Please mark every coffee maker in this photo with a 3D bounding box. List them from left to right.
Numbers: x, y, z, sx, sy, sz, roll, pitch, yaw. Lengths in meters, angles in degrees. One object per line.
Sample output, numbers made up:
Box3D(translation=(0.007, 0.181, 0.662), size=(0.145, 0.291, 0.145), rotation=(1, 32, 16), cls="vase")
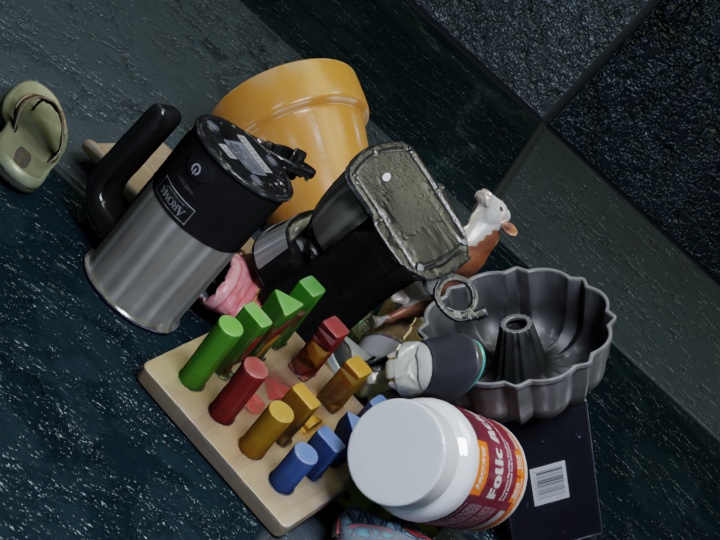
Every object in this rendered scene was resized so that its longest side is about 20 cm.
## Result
Box3D(translation=(0.000, 0.000, 1.554), size=(0.134, 0.200, 0.193), rotation=(1, 64, -37), cls="coffee maker")

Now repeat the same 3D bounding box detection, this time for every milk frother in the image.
Box3D(translation=(-0.152, -0.055, 1.554), size=(0.200, 0.188, 0.181), rotation=(22, 29, -46), cls="milk frother")

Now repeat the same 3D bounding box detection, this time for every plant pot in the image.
Box3D(translation=(-0.065, -0.127, 1.905), size=(0.200, 0.200, 0.184), rotation=(10, 52, -57), cls="plant pot")

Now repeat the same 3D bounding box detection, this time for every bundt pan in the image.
Box3D(translation=(0.162, 0.083, 1.593), size=(0.202, 0.201, 0.076), rotation=(-108, -173, -55), cls="bundt pan")

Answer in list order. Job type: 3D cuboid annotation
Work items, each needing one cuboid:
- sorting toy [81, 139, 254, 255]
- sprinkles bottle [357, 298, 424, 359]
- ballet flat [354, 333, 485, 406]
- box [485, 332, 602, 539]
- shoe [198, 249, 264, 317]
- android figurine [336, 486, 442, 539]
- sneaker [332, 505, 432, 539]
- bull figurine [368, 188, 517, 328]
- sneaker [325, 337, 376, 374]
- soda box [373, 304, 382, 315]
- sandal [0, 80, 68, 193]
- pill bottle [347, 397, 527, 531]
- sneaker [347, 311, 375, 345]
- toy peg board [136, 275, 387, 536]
Box3D(translation=(-0.207, -0.070, 1.723), size=(0.185, 0.036, 0.200), rotation=(47, 15, 12), cls="sorting toy")
Box3D(translation=(0.057, 0.046, 1.793), size=(0.068, 0.068, 0.200), rotation=(38, 51, -11), cls="sprinkles bottle")
Box3D(translation=(0.044, 0.105, 1.519), size=(0.073, 0.200, 0.073), rotation=(7, 74, -27), cls="ballet flat")
Box3D(translation=(0.182, 0.171, 1.707), size=(0.182, 0.104, 0.200), rotation=(-110, -174, -54), cls="box")
Box3D(translation=(-0.118, 0.002, 1.661), size=(0.091, 0.071, 0.200), rotation=(44, 24, -22), cls="shoe")
Box3D(translation=(0.009, 0.192, 1.568), size=(0.200, 0.041, 0.182), rotation=(46, 20, 8), cls="android figurine")
Box3D(translation=(0.057, 0.265, 1.450), size=(0.200, 0.079, 0.096), rotation=(27, 22, -38), cls="sneaker")
Box3D(translation=(0.082, -0.008, 1.665), size=(0.121, 0.200, 0.065), rotation=(-12, 62, -34), cls="bull figurine")
Box3D(translation=(0.044, 0.131, 1.683), size=(0.200, 0.088, 0.076), rotation=(46, 20, 3), cls="sneaker")
Box3D(translation=(0.036, 0.050, 1.878), size=(0.200, 0.068, 0.064), rotation=(44, 20, 4), cls="soda box")
Box3D(translation=(-0.329, -0.143, 1.594), size=(0.080, 0.057, 0.201), rotation=(35, 21, -21), cls="sandal")
Box3D(translation=(0.072, 0.180, 1.449), size=(0.114, 0.114, 0.200), rotation=(52, 12, 26), cls="pill bottle")
Box3D(translation=(-0.023, 0.044, 1.744), size=(0.077, 0.089, 0.200), rotation=(49, 20, 19), cls="sneaker")
Box3D(translation=(-0.063, 0.110, 1.446), size=(0.199, 0.098, 0.200), rotation=(47, 35, 13), cls="toy peg board")
